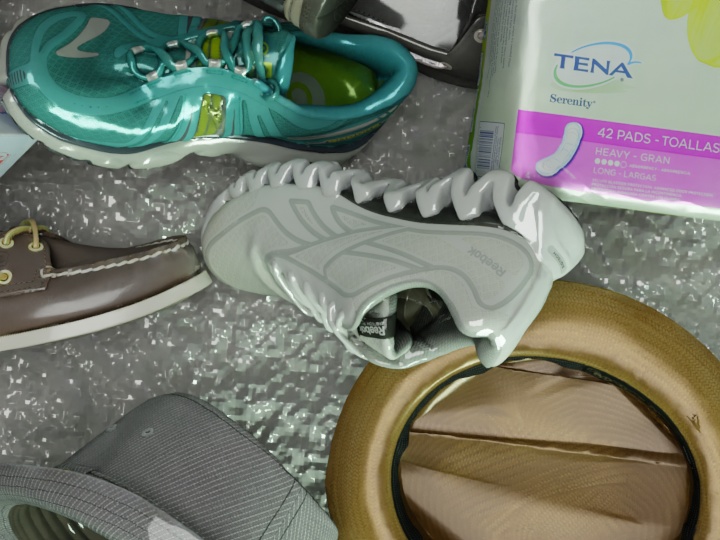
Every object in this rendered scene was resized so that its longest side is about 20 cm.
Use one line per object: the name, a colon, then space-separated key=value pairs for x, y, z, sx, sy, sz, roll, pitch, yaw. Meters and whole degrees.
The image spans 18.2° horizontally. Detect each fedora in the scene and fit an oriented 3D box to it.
fedora: x=0.086 y=0.097 z=1.036 sx=0.200 sy=0.082 sz=0.202 roll=0 pitch=90 yaw=4
fedora: x=-0.083 y=0.118 z=1.020 sx=0.177 sy=0.200 sz=0.090 roll=44 pitch=64 yaw=-16

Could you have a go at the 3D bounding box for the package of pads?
package of pads: x=0.154 y=-0.101 z=1.014 sx=0.199 sy=0.068 sz=0.155 roll=6 pitch=92 yaw=-12

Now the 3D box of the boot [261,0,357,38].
boot: x=-0.039 y=-0.208 z=1.016 sx=0.150 sy=0.073 sz=0.200 roll=24 pitch=62 yaw=6

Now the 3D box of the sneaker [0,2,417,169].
sneaker: x=-0.066 y=-0.091 z=1.004 sx=0.199 sy=0.080 sz=0.078 roll=-1 pitch=74 yaw=-32

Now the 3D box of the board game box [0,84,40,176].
board game box: x=-0.268 y=-0.076 z=1.029 sx=0.200 sy=0.041 sz=0.200 roll=-41 pitch=74 yaw=24

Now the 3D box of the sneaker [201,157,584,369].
sneaker: x=0.000 y=0.000 z=0.999 sx=0.199 sy=0.075 sz=0.081 roll=2 pitch=57 yaw=40

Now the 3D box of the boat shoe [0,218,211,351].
boat shoe: x=-0.171 y=0.010 z=1.061 sx=0.199 sy=0.072 sz=0.060 roll=-14 pitch=93 yaw=10

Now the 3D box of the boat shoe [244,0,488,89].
boat shoe: x=0.025 y=-0.128 z=1.050 sx=0.199 sy=0.057 sz=0.067 roll=16 pitch=92 yaw=4
